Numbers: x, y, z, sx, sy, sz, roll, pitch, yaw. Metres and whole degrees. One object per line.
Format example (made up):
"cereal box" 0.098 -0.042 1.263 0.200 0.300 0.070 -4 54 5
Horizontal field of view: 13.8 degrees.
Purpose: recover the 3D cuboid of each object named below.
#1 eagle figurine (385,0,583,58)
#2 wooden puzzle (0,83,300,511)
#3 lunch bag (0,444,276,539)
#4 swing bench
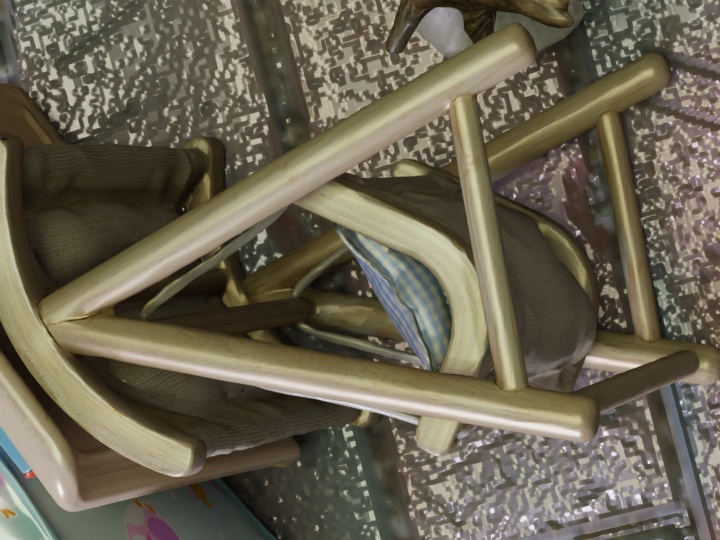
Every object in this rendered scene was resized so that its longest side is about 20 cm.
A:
"eagle figurine" 0.061 -0.177 1.037 0.151 0.152 0.200 -6 57 49
"wooden puzzle" -0.118 0.007 1.061 0.037 0.200 0.185 -42 76 15
"lunch bag" -0.094 0.139 1.081 0.122 0.170 0.200 -44 76 15
"swing bench" 0.000 0.000 1.025 0.200 0.199 0.130 -10 89 19
